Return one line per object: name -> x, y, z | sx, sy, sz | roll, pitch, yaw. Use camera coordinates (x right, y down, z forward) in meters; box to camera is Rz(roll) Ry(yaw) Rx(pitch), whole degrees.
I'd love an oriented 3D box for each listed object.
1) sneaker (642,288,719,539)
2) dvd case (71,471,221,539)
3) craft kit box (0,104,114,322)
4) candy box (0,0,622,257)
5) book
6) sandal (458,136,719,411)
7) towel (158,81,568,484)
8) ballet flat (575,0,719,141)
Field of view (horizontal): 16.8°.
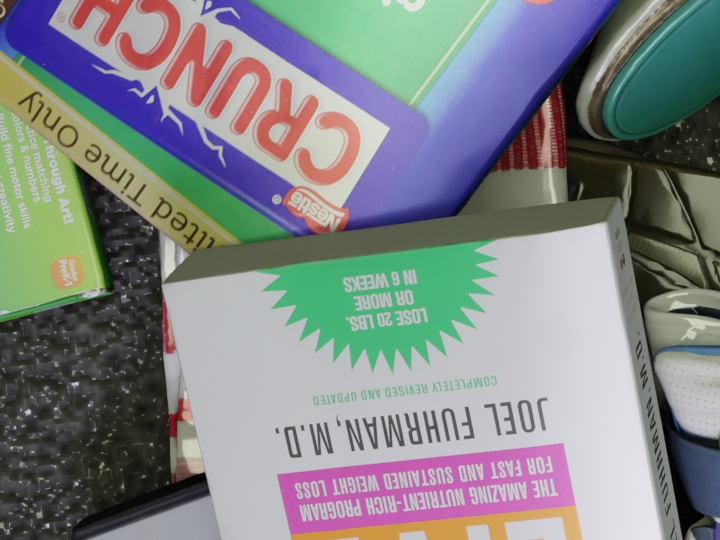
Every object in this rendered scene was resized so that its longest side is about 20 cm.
sneaker -> 0.118, 0.076, 0.770 | 0.200, 0.081, 0.147 | -33, 95, 37
dvd case -> 0.012, 0.117, 0.779 | 0.199, 0.018, 0.143 | -22, 95, 29
craft kit box -> -0.202, -0.064, 0.823 | 0.196, 0.049, 0.201 | -14, 89, 1
candy box -> -0.011, -0.102, 0.751 | 0.169, 0.077, 0.200 | 37, 101, 1
book -> 0.030, 0.084, 0.720 | 0.133, 0.048, 0.201 | -7, 106, 19
sandal -> 0.082, -0.001, 0.824 | 0.199, 0.055, 0.082 | 16, 96, 15
towel -> 0.000, 0.000, 0.809 | 0.143, 0.023, 0.201 | -3, 91, 16
ballet flat -> 0.139, -0.121, 0.825 | 0.200, 0.069, 0.070 | -39, 89, -6
